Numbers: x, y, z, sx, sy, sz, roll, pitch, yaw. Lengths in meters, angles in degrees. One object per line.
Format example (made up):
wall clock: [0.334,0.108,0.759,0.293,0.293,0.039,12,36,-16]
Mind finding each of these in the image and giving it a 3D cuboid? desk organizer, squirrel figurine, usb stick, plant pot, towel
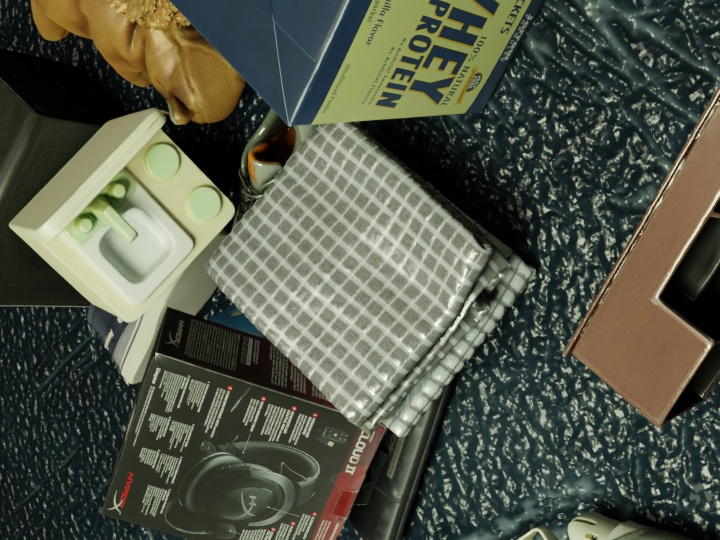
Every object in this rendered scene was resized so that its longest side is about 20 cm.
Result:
desk organizer: [0.212,-0.009,0.721,0.077,0.071,0.201,41,123,27]
squirrel figurine: [-0.167,-0.209,0.961,0.187,0.141,0.200,52,162,14]
usb stick: [0.035,0.130,0.934,0.055,0.032,0.202,37,121,40]
plant pot: [-0.320,-0.097,1.123,0.200,0.199,0.179,40,110,30]
towel: [0.000,0.000,0.860,0.166,0.086,0.200,-49,60,2]

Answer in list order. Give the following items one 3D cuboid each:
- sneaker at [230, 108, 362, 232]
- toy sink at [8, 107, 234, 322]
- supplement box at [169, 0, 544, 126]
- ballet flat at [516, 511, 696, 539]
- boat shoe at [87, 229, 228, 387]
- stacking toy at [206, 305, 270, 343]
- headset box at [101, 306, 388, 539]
sneaker: [-0.074,-0.065,0.967,0.074,0.079,0.201,42,124,27]
toy sink: [-0.190,-0.043,0.968,0.112,0.131,0.200,46,166,-18]
supplement box: [-0.009,-0.213,0.798,0.200,0.199,0.135,47,126,26]
ballet flat: [0.147,0.202,0.823,0.199,0.067,0.064,-35,67,40]
boat shoe: [-0.192,0.012,1.090,0.093,0.074,0.201,47,125,19]
stacking toy: [-0.070,0.127,0.996,0.115,0.109,0.202,-6,104,40]
headset box: [-0.078,0.135,0.910,0.077,0.198,0.150,-95,25,-64]
